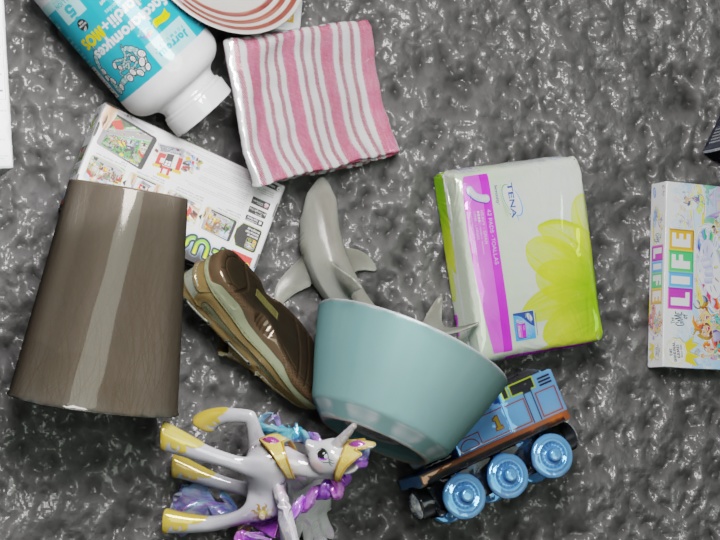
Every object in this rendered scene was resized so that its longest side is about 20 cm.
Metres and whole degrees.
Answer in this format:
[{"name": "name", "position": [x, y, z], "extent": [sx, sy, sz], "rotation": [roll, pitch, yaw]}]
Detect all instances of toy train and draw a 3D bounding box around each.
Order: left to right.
[{"name": "toy train", "position": [0.128, 0.181, 1.805], "extent": [0.198, 0.087, 0.115], "rotation": [-21, 85, -19]}]

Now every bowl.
[{"name": "bowl", "position": [0.033, 0.118, 1.703], "extent": [0.199, 0.200, 0.106], "rotation": [27, 75, -18]}]

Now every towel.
[{"name": "towel", "position": [-0.047, -0.169, 1.748], "extent": [0.199, 0.030, 0.148], "rotation": [-16, 93, -44]}]

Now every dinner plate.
[{"name": "dinner plate", "position": [-0.138, -0.317, 1.702], "extent": [0.198, 0.024, 0.203], "rotation": [15, 64, -31]}]

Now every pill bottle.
[{"name": "pill bottle", "position": [-0.212, -0.226, 1.679], "extent": [0.111, 0.111, 0.200], "rotation": [-45, 102, -18]}]

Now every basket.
[{"name": "basket", "position": [-0.229, 0.024, 1.620], "extent": [0.179, 0.135, 0.203], "rotation": [8, 90, -53]}]

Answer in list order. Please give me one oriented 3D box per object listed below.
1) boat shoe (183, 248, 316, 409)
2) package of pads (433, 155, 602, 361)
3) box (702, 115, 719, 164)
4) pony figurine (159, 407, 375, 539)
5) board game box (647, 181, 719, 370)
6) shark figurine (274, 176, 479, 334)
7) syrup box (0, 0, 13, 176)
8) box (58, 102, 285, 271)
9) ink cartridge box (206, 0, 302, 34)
[{"name": "boat shoe", "position": [-0.107, 0.065, 1.729], "extent": [0.201, 0.076, 0.072], "rotation": [54, 27, -25]}, {"name": "package of pads", "position": [0.168, -0.013, 1.839], "extent": [0.153, 0.068, 0.203], "rotation": [-9, 90, -22]}, {"name": "box", "position": [0.499, -0.181, 1.963], "extent": [0.147, 0.104, 0.201], "rotation": [34, 74, -16]}, {"name": "pony figurine", "position": [-0.087, 0.216, 1.675], "extent": [0.197, 0.167, 0.195], "rotation": [6, 120, 5]}, {"name": "board game box", "position": [0.383, 0.009, 1.941], "extent": [0.133, 0.034, 0.203], "rotation": [4, 85, -21]}, {"name": "shark figurine", "position": [0.005, 0.022, 1.764], "extent": [0.214, 0.089, 0.128], "rotation": [43, 74, -12]}, {"name": "syrup box", "position": [-0.370, -0.188, 1.631], "extent": [0.080, 0.079, 0.203], "rotation": [-4, 88, -21]}, {"name": "box", "position": [-0.183, -0.071, 1.721], "extent": [0.198, 0.035, 0.111], "rotation": [25, 78, -18]}, {"name": "ink cartridge box", "position": [-0.101, -0.339, 1.772], "extent": [0.094, 0.037, 0.203], "rotation": [7, 86, -21]}]
